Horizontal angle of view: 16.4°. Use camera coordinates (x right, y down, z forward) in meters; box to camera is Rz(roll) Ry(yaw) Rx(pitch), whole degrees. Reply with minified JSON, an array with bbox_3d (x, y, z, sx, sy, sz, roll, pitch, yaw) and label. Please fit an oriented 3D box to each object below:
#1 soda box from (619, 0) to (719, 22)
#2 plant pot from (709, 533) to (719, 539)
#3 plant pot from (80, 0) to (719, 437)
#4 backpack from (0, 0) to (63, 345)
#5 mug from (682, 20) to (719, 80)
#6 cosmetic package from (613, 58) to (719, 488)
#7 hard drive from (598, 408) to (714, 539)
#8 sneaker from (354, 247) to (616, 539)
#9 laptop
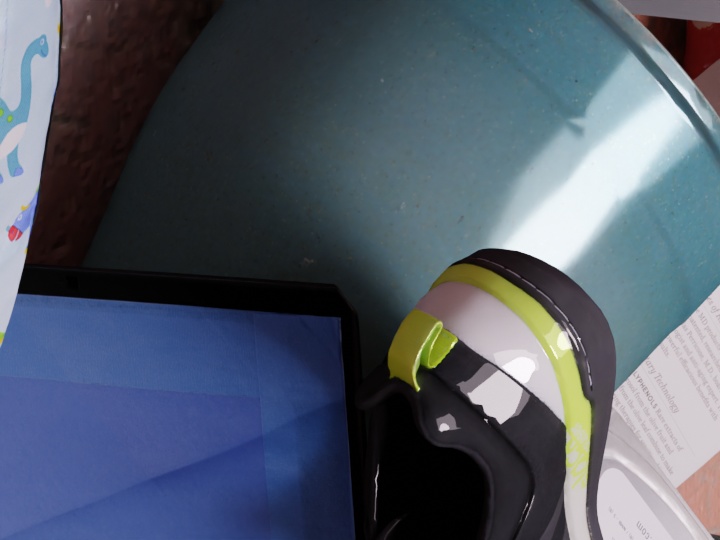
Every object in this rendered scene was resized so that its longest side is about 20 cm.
[{"bbox_3d":[0.082,-0.137,0.885,0.068,0.199,0.064,-55,138,-31],"label":"soda box"},{"bbox_3d":[0.107,0.193,1.033,0.199,0.196,0.197,26,78,-37],"label":"plant pot"},{"bbox_3d":[0.000,0.000,0.835,0.188,0.200,0.200,-49,137,-13],"label":"plant pot"},{"bbox_3d":[-0.148,-0.056,0.648,0.153,0.163,0.201,-26,127,-38],"label":"backpack"},{"bbox_3d":[0.228,-0.185,1.120,0.176,0.133,0.202,-5,102,-13],"label":"mug"},{"bbox_3d":[0.136,0.000,1.010,0.200,0.108,0.085,-41,120,-10],"label":"cosmetic package"},{"bbox_3d":[0.065,0.151,0.857,0.140,0.038,0.200,52,49,-17],"label":"hard drive"},{"bbox_3d":[0.026,0.083,0.730,0.083,0.071,0.201,-37,136,-35],"label":"sneaker"},{"bbox_3d":[-0.093,0.110,0.715,0.104,0.176,0.201,66,33,-54],"label":"laptop"}]
